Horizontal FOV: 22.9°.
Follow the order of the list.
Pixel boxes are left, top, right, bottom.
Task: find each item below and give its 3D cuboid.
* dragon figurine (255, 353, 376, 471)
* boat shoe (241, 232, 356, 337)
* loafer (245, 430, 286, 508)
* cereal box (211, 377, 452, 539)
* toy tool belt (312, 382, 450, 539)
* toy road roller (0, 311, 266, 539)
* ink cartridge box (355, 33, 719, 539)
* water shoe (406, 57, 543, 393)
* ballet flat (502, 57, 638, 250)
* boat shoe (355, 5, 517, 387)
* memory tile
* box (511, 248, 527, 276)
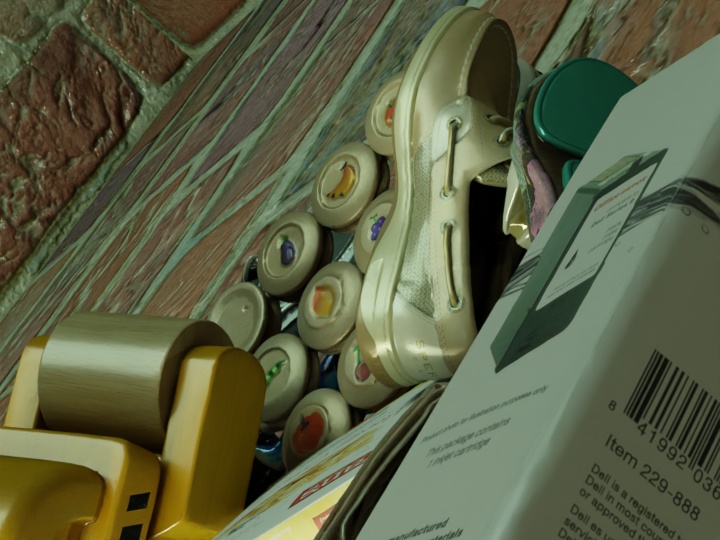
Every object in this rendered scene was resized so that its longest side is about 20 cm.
[{"bbox_3d":[-0.009,0.074,0.970,0.099,0.059,0.200,-46,13,11],"label":"dragon figurine"},{"bbox_3d":[-0.052,0.022,1.105,0.200,0.062,0.073,-50,15,-6],"label":"boat shoe"},{"bbox_3d":[-0.116,0.175,1.038,0.200,0.073,0.071,-45,-11,-20],"label":"loafer"},{"bbox_3d":[-0.011,0.103,0.779,0.144,0.040,0.200,-35,-1,18],"label":"cereal box"},{"bbox_3d":[0.045,0.111,0.549,0.123,0.125,0.200,-48,10,43],"label":"toy tool belt"},{"bbox_3d":[-0.142,0.105,0.840,0.123,0.146,0.200,2,71,31],"label":"toy road roller"},{"bbox_3d":[0.106,0.048,0.476,0.084,0.146,0.200,-32,20,55],"label":"ink cartridge box"},{"bbox_3d":[0.078,-0.010,0.922,0.071,0.079,0.200,-1,72,47],"label":"water shoe"},{"bbox_3d":[0.090,-0.024,0.736,0.200,0.069,0.071,-85,17,-62],"label":"ballet flat"},{"bbox_3d":[0.052,-0.038,0.817,0.065,0.072,0.200,-6,54,32],"label":"boat shoe"},{"bbox_3d":[0.000,0.000,0.923,0.200,0.017,0.153,-53,42,14],"label":"memory tile"},{"bbox_3d":[0.147,-0.033,0.793,0.200,0.049,0.161,-38,19,41],"label":"box"}]
